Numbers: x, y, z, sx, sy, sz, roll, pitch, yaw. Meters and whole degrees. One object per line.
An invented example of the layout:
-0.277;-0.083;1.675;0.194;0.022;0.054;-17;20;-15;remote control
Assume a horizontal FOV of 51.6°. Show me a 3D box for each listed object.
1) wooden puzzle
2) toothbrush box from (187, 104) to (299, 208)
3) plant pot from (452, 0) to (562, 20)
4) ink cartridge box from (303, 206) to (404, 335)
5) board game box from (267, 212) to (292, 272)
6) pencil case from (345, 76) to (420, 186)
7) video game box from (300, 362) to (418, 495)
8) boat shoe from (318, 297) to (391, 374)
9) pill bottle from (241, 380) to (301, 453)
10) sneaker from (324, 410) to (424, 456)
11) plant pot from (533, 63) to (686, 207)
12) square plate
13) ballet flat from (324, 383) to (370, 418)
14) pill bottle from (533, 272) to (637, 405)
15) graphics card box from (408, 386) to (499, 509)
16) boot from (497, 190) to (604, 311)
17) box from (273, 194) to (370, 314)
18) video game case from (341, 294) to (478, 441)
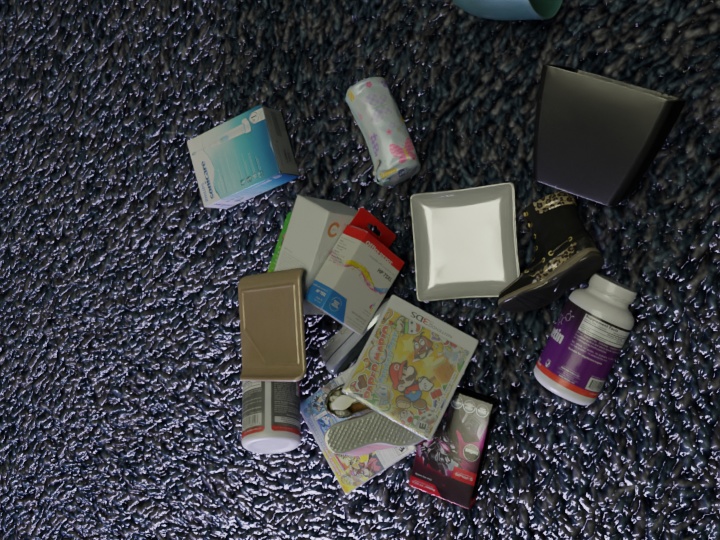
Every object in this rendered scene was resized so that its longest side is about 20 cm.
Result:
-0.162;0.103;1.386;0.183;0.037;0.203;-7;80;44;wooden puzzle
-0.242;-0.229;1.529;0.198;0.085;0.149;-20;83;23;toothbrush box
0.234;-0.516;1.245;0.159;0.199;0.204;5;93;37;plant pot
0.000;0.000;1.367;0.067;0.116;0.202;24;81;52;ink cartridge box
-0.138;-0.009;1.515;0.095;0.030;0.203;25;104;22;board game box
0.041;-0.259;1.395;0.090;0.083;0.203;-20;81;2;pencil case
-0.004;0.300;1.445;0.181;0.047;0.202;-36;76;19;video game box
-0.009;0.111;1.428;0.200;0.073;0.067;-45;66;13;boat shoe
-0.175;0.245;1.459;0.114;0.116;0.203;-17;59;24;pill bottle
0.032;0.295;1.372;0.197;0.105;0.077;-10;75;-3;sneaker
0.379;-0.212;1.184;0.197;0.199;0.180;23;111;23;plant pot
0.191;-0.049;1.357;0.197;0.028;0.202;-4;89;25;square plate
0.017;0.228;1.375;0.198;0.072;0.073;-22;81;20;ballet flat
0.374;0.110;1.226;0.112;0.112;0.202;28;102;22;pill bottle
0.170;0.316;1.360;0.124;0.051;0.203;16;96;25;graphics card box
0.305;-0.031;1.261;0.199;0.073;0.152;-38;47;38;boot
-0.078;-0.027;1.416;0.097;0.123;0.203;29;106;39;box
0.090;0.172;1.337;0.180;0.023;0.202;27;77;8;video game case
